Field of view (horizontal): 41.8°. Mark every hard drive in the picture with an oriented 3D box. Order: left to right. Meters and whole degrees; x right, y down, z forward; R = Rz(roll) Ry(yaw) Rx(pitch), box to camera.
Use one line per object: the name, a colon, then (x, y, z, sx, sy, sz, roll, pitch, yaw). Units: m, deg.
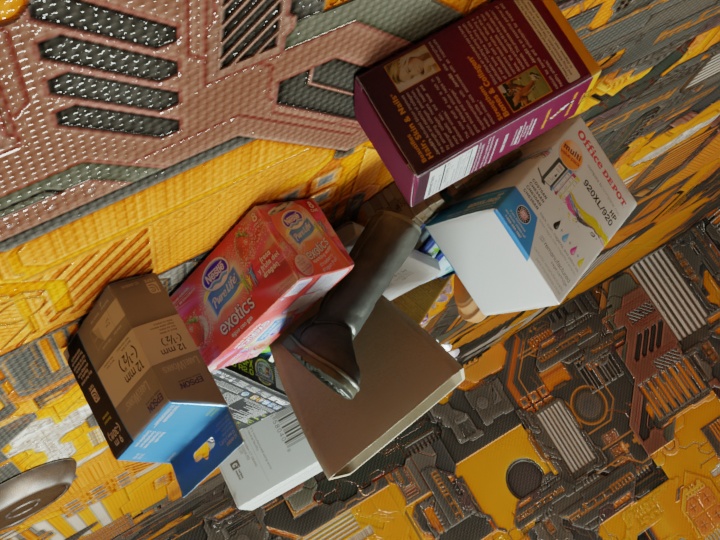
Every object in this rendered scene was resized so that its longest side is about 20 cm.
hard drive: (0.000, 0.000, 1.223, 0.131, 0.027, 0.199, -29, 152, 27)

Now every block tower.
block tower: (0.100, -0.111, 1.156, 0.199, 0.054, 0.058, -34, 165, 9)

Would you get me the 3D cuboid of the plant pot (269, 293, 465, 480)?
plant pot: (0.000, 0.122, 1.172, 0.199, 0.178, 0.200, -38, 168, -1)

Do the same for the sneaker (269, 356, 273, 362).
sneaker: (-0.174, 0.127, 1.366, 0.199, 0.073, 0.071, -40, 157, -4)

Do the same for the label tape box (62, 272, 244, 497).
label tape box: (-0.218, 0.127, 0.970, 0.066, 0.202, 0.143, -14, 158, -45)

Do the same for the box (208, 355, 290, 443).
box: (-0.201, 0.150, 1.198, 0.159, 0.045, 0.199, -28, 143, 25)

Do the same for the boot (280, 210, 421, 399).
boot: (0.005, 0.031, 1.040, 0.200, 0.073, 0.181, -47, -152, -7)

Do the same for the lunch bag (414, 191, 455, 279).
lunch bag: (0.116, -0.056, 1.328, 0.159, 0.083, 0.200, -18, 159, -36)

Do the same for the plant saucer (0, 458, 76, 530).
plant saucer: (-0.522, 0.353, 1.440, 0.199, 0.032, 0.200, -30, 167, -8)

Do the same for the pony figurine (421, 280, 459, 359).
pony figurine: (0.064, 0.096, 1.645, 0.190, 0.169, 0.200, -2, -179, 22)

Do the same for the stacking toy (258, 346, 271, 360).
stacking toy: (-0.125, 0.072, 1.208, 0.085, 0.086, 0.200, -19, 164, -41)

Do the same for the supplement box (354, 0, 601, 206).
supplement box: (0.104, -0.162, 0.869, 0.198, 0.111, 0.086, -30, 166, -8)

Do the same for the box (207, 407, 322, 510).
box: (-0.155, 0.272, 1.601, 0.198, 0.201, 0.172, -28, 166, -6)

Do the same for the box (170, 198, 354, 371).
box: (-0.115, 0.018, 1.041, 0.200, 0.095, 0.102, -42, 163, 35)

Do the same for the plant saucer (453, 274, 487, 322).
plant saucer: (0.185, -0.022, 1.432, 0.032, 0.203, 0.201, 16, 151, -11)

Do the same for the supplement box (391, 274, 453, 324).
supplement box: (0.081, 0.033, 1.427, 0.201, 0.069, 0.067, -55, -176, -40)

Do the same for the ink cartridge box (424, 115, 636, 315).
ink cartridge box: (0.217, -0.068, 1.187, 0.200, 0.148, 0.144, -45, -164, -29)
